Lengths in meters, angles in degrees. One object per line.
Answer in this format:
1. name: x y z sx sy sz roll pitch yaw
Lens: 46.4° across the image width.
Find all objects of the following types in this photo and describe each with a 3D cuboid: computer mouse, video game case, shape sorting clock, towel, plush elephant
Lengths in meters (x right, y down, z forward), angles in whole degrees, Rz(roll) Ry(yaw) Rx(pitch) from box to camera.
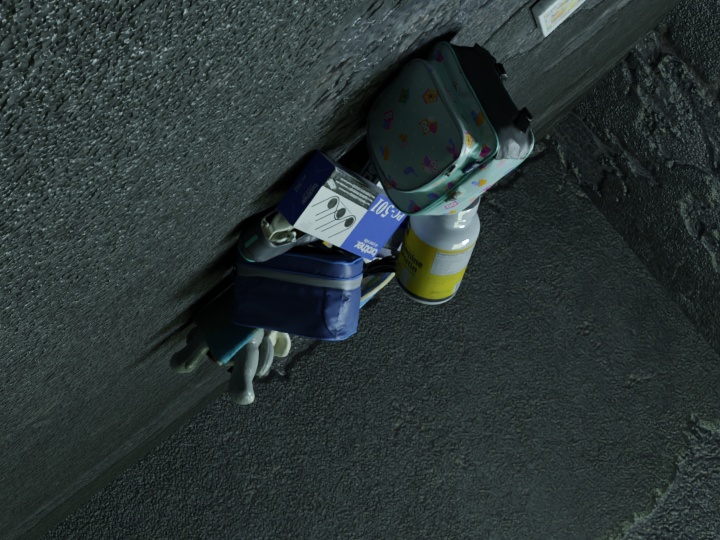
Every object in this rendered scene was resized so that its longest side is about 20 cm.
1. computer mouse: 0.000 0.000 1.380 0.139 0.047 0.200 -20 167 13
2. video game case: 0.349 -0.450 1.314 0.182 0.023 0.200 -42 175 16
3. shape sorting clock: -0.023 0.030 1.525 0.198 0.040 0.200 -28 -162 10
4. towel: -0.174 0.052 1.361 0.199 0.022 0.147 -40 -143 -2
5. plush elephant: -0.211 0.136 1.468 0.155 0.162 0.202 68 40 -64

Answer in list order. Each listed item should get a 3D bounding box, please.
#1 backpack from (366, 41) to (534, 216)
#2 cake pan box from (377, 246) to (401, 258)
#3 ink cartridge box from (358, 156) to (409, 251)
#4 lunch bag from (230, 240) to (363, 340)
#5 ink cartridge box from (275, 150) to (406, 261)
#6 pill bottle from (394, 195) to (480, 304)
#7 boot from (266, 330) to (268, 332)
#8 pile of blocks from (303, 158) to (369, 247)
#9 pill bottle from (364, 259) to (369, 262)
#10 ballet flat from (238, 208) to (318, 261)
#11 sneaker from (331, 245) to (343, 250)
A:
1. backpack: 0.095 -0.165 1.064 0.152 0.178 0.200 -14 159 -38
2. cake pan box: 0.055 -0.073 1.491 0.181 0.053 0.200 2 162 6
3. ink cartridge box: 0.059 -0.130 1.275 0.201 0.043 0.197 -55 155 11
4. lunch bag: -0.096 0.016 1.222 0.136 0.197 0.135 -20 119 -78
5. ink cartridge box: -0.018 -0.082 1.131 0.094 0.044 0.199 -52 148 11
6. pill bottle: 0.123 -0.049 1.315 0.112 0.112 0.202 -36 153 -36
7. boot: -0.182 0.101 1.591 0.200 0.071 0.169 -54 161 -80
8. pile of blocks: -0.032 -0.111 1.288 0.200 0.062 0.082 -48 163 1
9. pill bottle: -0.052 -0.005 1.782 0.200 0.111 0.111 -41 175 26
10. ballet flat: -0.085 -0.071 1.161 0.199 0.073 0.073 -32 172 -45
11. sneaker: -0.050 -0.033 1.438 0.072 0.079 0.200 -54 163 -4
